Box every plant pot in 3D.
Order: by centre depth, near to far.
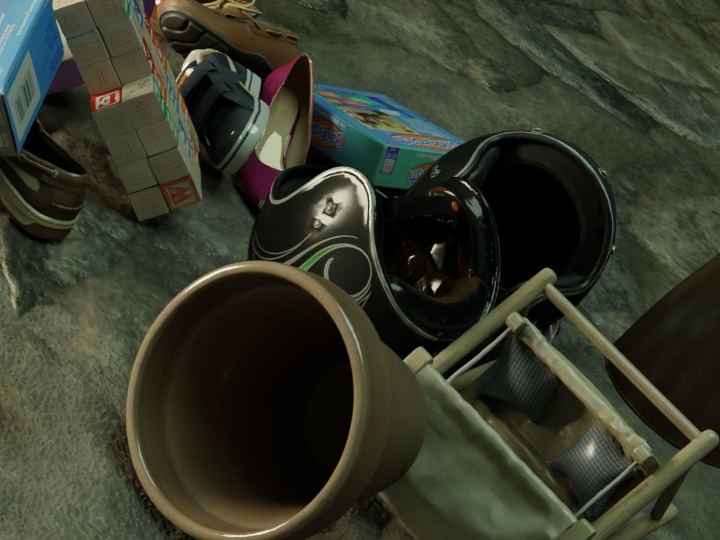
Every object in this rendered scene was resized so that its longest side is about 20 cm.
[{"bbox_3d":[-0.040,0.105,1.398,0.200,0.200,0.175,48,15,28],"label":"plant pot"},{"bbox_3d":[0.376,0.060,1.908,0.187,0.200,0.187,27,27,-15],"label":"plant pot"}]

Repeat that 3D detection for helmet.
[{"bbox_3d":[0.000,0.000,1.597,0.200,0.191,0.200,14,69,-40],"label":"helmet"},{"bbox_3d":[0.131,-0.033,1.753,0.191,0.200,0.200,-32,66,-34],"label":"helmet"}]

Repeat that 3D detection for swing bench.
[{"bbox_3d":[0.127,0.141,1.493,0.200,0.130,0.199,-30,63,-30],"label":"swing bench"}]

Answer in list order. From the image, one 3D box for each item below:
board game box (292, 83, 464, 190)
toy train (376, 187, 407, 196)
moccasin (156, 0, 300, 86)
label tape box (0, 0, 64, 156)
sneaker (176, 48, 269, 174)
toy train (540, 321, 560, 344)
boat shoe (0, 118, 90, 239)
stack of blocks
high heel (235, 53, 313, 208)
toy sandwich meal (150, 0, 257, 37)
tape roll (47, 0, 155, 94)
[{"bbox_3d":[0.018,-0.133,1.940,0.152,0.045,0.200,5,20,-39],"label":"board game box"},{"bbox_3d":[0.039,-0.075,1.929,0.200,0.046,0.034,1,41,-48],"label":"toy train"},{"bbox_3d":[-0.128,-0.242,1.944,0.201,0.074,0.078,15,74,-47],"label":"moccasin"},{"bbox_3d":[-0.354,-0.156,1.544,0.200,0.063,0.144,0,40,11],"label":"label tape box"},{"bbox_3d":[-0.138,-0.154,1.830,0.079,0.078,0.200,31,14,-17],"label":"sneaker"},{"bbox_3d":[0.149,0.013,1.884,0.116,0.085,0.200,21,31,9],"label":"toy train"},{"bbox_3d":[-0.290,-0.117,1.594,0.202,0.075,0.075,43,28,19],"label":"boat shoe"},{"bbox_3d":[-0.197,-0.158,1.654,0.115,0.059,0.200,-99,171,-57],"label":"stack of blocks"},{"bbox_3d":[-0.072,-0.128,1.837,0.067,0.096,0.200,21,29,-24],"label":"high heel"},{"bbox_3d":[-0.181,-0.301,2.036,0.205,0.070,0.205,26,27,-15],"label":"toy sandwich meal"},{"bbox_3d":[-0.282,-0.252,1.691,0.200,0.200,0.066,12,34,-37],"label":"tape roll"}]
